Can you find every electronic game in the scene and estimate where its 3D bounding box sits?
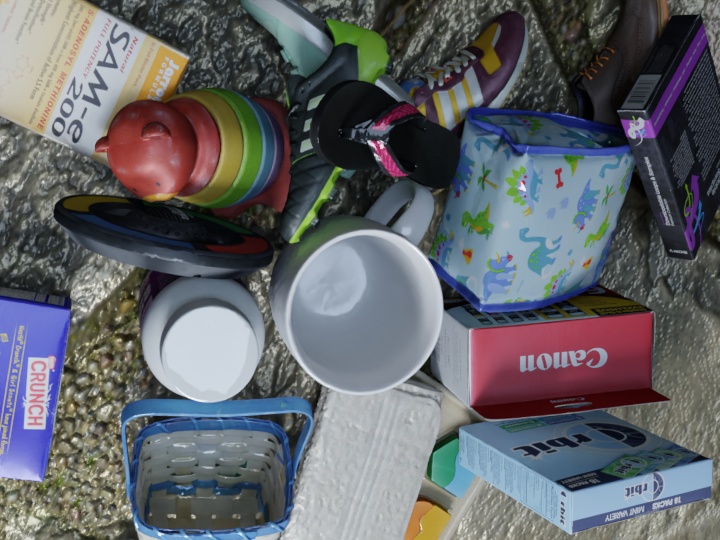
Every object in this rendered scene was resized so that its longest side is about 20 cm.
[{"bbox_3d":[-0.173,-0.035,0.986,0.196,0.200,0.042,11,100,-15],"label":"electronic game"}]

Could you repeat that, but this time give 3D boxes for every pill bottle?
[{"bbox_3d":[-0.146,0.051,1.008,0.110,0.200,0.115,-2,101,-13],"label":"pill bottle"}]

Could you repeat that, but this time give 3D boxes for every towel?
[{"bbox_3d":[0.001,0.200,1.126,0.131,0.034,0.203,18,92,-15],"label":"towel"}]

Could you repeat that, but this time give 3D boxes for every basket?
[{"bbox_3d":[-0.144,0.192,1.051,0.173,0.141,0.202,3,137,-14],"label":"basket"}]

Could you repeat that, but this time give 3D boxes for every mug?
[{"bbox_3d":[0.000,0.000,1.048,0.147,0.175,0.201,36,90,-17],"label":"mug"}]

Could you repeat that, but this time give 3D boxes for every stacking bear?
[{"bbox_3d":[-0.143,-0.104,0.969,0.120,0.199,0.116,-2,92,28],"label":"stacking bear"}]

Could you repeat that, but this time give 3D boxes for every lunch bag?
[{"bbox_3d":[0.182,-0.062,1.088,0.197,0.127,0.173,-2,118,-31],"label":"lunch bag"}]

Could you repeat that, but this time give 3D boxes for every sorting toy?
[{"bbox_3d":[0.045,0.215,1.172,0.184,0.036,0.202,34,92,-17],"label":"sorting toy"}]

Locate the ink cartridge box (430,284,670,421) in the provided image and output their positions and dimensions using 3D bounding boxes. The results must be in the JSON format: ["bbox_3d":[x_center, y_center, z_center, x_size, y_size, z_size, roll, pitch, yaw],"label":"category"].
[{"bbox_3d":[0.187,0.078,1.108,0.196,0.176,0.086,-5,102,-13],"label":"ink cartridge box"}]

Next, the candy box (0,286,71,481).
[{"bbox_3d":[-0.378,0.096,1.026,0.196,0.077,0.172,10,97,-14],"label":"candy box"}]

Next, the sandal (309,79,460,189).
[{"bbox_3d":[0.034,-0.114,0.964,0.198,0.045,0.076,11,97,-47],"label":"sandal"}]

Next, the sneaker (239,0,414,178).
[{"bbox_3d":[-0.059,-0.175,1.050,0.200,0.074,0.119,40,106,-2],"label":"sneaker"}]

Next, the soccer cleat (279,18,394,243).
[{"bbox_3d":[-0.039,-0.125,0.985,0.080,0.068,0.203,23,86,0],"label":"soccer cleat"}]

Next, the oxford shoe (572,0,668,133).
[{"bbox_3d":[0.261,-0.203,1.129,0.072,0.071,0.204,10,99,-11],"label":"oxford shoe"}]

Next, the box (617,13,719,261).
[{"bbox_3d":[0.324,-0.131,1.110,0.144,0.036,0.201,-55,133,-29],"label":"box"}]

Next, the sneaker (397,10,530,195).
[{"bbox_3d":[0.089,-0.178,1.088,0.089,0.075,0.202,29,92,-22],"label":"sneaker"}]

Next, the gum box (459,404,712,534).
[{"bbox_3d":[0.219,0.191,1.108,0.167,0.199,0.045,-6,103,-25],"label":"gum box"}]

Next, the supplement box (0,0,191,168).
[{"bbox_3d":[-0.268,-0.184,1.000,0.198,0.074,0.128,25,95,-17],"label":"supplement box"}]
